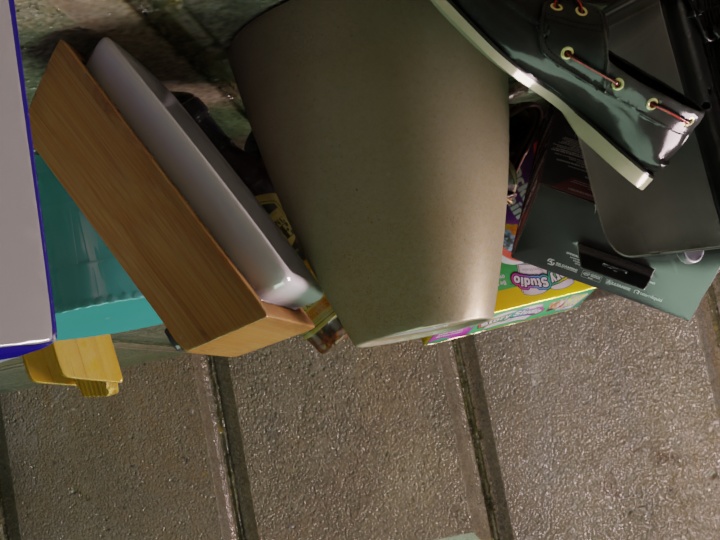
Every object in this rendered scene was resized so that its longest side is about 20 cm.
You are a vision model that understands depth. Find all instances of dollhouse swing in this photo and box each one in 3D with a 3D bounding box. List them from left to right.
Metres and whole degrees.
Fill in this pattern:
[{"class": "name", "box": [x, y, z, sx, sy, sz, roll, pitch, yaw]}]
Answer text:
[{"class": "dollhouse swing", "box": [-0.405, 0.083, 1.318, 0.173, 0.185, 0.199, -18, -177, -29]}]

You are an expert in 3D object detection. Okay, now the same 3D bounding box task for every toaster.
[{"class": "toaster", "box": [0.241, -0.115, 0.758, 0.179, 0.204, 0.118, -16, 180, -36]}]

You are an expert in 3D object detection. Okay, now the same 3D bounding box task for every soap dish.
[{"class": "soap dish", "box": [-0.113, -0.035, 0.700, 0.081, 0.201, 0.157, -38, 172, 2]}]

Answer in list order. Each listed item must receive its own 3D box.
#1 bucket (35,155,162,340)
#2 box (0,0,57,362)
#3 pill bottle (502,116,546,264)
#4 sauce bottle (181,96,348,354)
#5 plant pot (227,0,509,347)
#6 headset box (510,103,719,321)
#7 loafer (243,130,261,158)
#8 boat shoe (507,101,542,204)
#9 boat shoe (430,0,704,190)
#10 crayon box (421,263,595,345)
[{"class": "bucket", "box": [-0.208, -0.026, 0.879, 0.203, 0.137, 0.207, -10, 172, -2]}, {"class": "box", "box": [-0.260, -0.030, 0.560, 0.198, 0.188, 0.104, -16, 171, 35]}, {"class": "pill bottle", "box": [0.196, -0.092, 1.068, 0.110, 0.113, 0.199, -5, 161, -42]}, {"class": "sauce bottle", "box": [-0.069, -0.034, 0.810, 0.066, 0.200, 0.066, -42, -179, 1]}, {"class": "plant pot", "box": [0.021, -0.059, 0.730, 0.184, 0.204, 0.187, -11, 174, -1]}, {"class": "headset box", "box": [0.205, -0.058, 0.881, 0.146, 0.201, 0.076, 19, 130, 2]}, {"class": "loafer", "box": [0.006, -0.100, 0.897, 0.196, 0.074, 0.071, -11, 172, -3]}, {"class": "boat shoe", "box": [0.096, -0.080, 0.931, 0.071, 0.073, 0.200, -11, -153, 42]}, {"class": "boat shoe", "box": [0.111, -0.128, 0.640, 0.063, 0.200, 0.074, -49, -159, 19]}, {"class": "crayon box", "box": [0.127, -0.030, 1.176, 0.197, 0.175, 0.058, -11, 160, -26]}]
